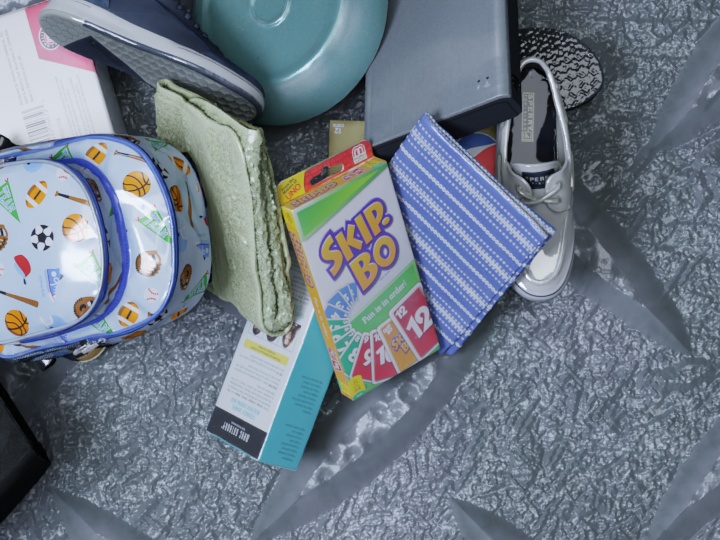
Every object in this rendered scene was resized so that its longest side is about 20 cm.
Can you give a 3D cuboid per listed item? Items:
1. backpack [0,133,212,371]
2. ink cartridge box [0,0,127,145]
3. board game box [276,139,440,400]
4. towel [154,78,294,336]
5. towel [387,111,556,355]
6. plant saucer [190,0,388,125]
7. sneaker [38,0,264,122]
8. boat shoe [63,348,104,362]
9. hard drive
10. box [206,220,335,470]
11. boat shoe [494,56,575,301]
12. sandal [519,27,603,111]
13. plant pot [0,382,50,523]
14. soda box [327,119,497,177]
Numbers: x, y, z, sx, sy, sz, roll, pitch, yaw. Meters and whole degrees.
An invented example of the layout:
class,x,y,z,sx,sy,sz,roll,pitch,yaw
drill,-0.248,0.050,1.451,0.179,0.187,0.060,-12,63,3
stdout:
class,x,y,z,sx,sy,sz,roll,pitch,yaw
backpack,-0.219,-0.025,1.125,0.189,0.154,0.202,-13,95,13
ink cartridge box,-0.319,-0.140,1.252,0.198,0.083,0.148,-18,86,0
board game box,0.000,0.000,1.177,0.095,0.030,0.201,-29,115,-22
towel,-0.115,-0.051,1.174,0.036,0.148,0.201,-28,128,-28
towel,0.066,-0.025,1.190,0.145,0.200,0.024,43,50,7
plant saucer,-0.073,-0.229,1.236,0.198,0.036,0.202,-4,81,25
sneaker,-0.151,-0.224,1.210,0.201,0.077,0.147,27,63,-4
boat shoe,-0.314,0.018,1.252,0.199,0.062,0.075,29,89,5
hard drive,0.068,-0.197,1.198,0.139,0.033,0.202,-19,53,29
box,-0.059,0.062,1.222,0.082,0.049,0.202,19,88,48
boat shoe,0.145,-0.076,1.170,0.071,0.066,0.202,2,86,2
sandal,0.117,-0.172,1.262,0.198,0.048,0.076,-2,87,15
plant pot,-0.374,0.151,1.189,0.177,0.200,0.201,-34,85,-12
soda box,0.071,-0.093,1.241,0.198,0.068,0.065,3,86,3
